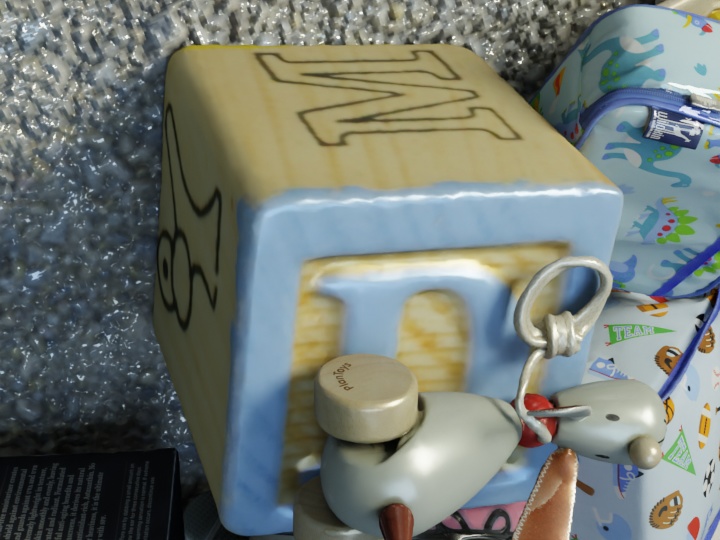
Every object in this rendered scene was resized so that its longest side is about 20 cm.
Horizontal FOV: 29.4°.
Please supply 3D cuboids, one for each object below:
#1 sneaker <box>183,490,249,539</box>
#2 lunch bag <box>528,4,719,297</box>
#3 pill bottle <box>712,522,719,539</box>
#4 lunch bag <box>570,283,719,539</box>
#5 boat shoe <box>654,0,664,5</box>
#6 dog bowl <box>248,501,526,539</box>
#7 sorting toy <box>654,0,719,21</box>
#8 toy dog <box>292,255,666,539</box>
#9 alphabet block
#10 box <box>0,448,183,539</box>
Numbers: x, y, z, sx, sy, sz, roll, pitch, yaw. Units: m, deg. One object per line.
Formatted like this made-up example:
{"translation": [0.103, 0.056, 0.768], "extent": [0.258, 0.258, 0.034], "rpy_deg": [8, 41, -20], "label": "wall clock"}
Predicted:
{"translation": [-0.039, 0.200, 0.938], "extent": [0.198, 0.071, 0.081], "rpy_deg": [12, 128, -23], "label": "sneaker"}
{"translation": [0.173, -0.059, 0.785], "extent": [0.159, 0.083, 0.200], "rpy_deg": [13, 152, -14], "label": "lunch bag"}
{"translation": [0.256, 0.276, 1.060], "extent": [0.112, 0.114, 0.202], "rpy_deg": [-6, 120, -18], "label": "pill bottle"}
{"translation": [0.192, 0.094, 0.902], "extent": [0.200, 0.123, 0.172], "rpy_deg": [-42, 133, -46], "label": "lunch bag"}
{"translation": [0.229, -0.213, 0.796], "extent": [0.069, 0.066, 0.202], "rpy_deg": [3, 117, -22], "label": "boat shoe"}
{"translation": [0.022, 0.168, 0.809], "extent": [0.198, 0.200, 0.075], "rpy_deg": [7, 80, -24], "label": "dog bowl"}
{"translation": [0.239, -0.125, 0.828], "extent": [0.198, 0.037, 0.186], "rpy_deg": [-25, 150, -5], "label": "sorting toy"}
{"translation": [0.062, 0.092, 0.646], "extent": [0.198, 0.097, 0.133], "rpy_deg": [-23, 125, -7], "label": "toy dog"}
{"translation": [0.000, 0.000, 0.750], "extent": [0.194, 0.200, 0.198], "rpy_deg": [-2, 120, -20], "label": "alphabet block"}
{"translation": [-0.203, 0.224, 0.813], "extent": [0.195, 0.124, 0.202], "rpy_deg": [-2, 120, -2], "label": "box"}
